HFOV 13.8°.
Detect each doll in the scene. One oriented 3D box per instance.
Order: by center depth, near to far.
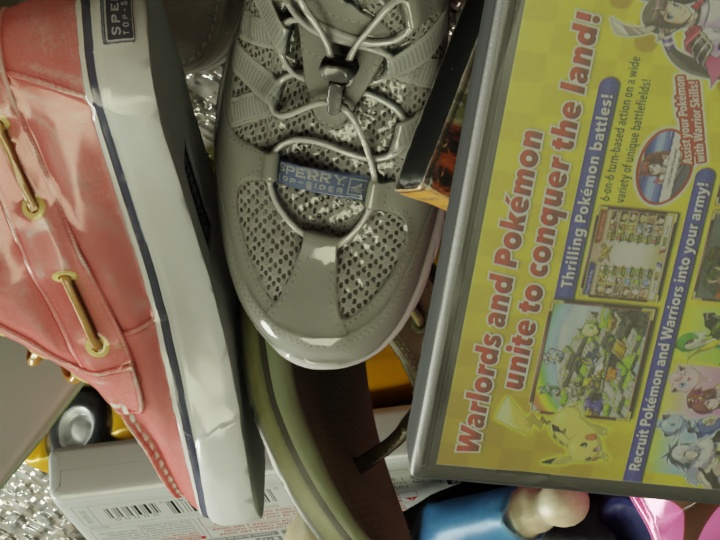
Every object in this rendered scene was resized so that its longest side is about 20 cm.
[{"bbox_3d":[0.072,0.092,1.006,0.198,0.049,0.137,0,168,4],"label":"doll"}]

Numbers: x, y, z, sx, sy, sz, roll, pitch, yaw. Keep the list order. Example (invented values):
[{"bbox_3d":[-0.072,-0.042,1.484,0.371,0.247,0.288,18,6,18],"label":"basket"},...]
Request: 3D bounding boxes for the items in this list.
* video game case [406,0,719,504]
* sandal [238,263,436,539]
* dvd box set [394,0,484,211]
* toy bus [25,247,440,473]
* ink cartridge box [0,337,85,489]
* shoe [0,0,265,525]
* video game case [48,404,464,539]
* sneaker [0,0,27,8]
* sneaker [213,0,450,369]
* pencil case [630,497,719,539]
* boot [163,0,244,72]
[{"bbox_3d":[0.115,-0.021,0.809,0.179,0.026,0.201,5,123,-6],"label":"video game case"},{"bbox_3d":[0.000,-0.001,0.933,0.057,0.203,0.080,-8,168,19],"label":"sandal"},{"bbox_3d":[0.125,-0.053,0.863,0.199,0.147,0.029,23,176,-16],"label":"dvd box set"},{"bbox_3d":[-0.030,0.021,1.042,0.199,0.079,0.065,-20,153,35],"label":"toy bus"},{"bbox_3d":[-0.189,-0.012,0.990,0.147,0.083,0.200,43,166,-28],"label":"ink cartridge box"},{"bbox_3d":[-0.087,0.002,0.900,0.090,0.072,0.201,-8,130,6],"label":"shoe"},{"bbox_3d":[0.005,0.089,1.080,0.198,0.022,0.182,-8,158,7],"label":"video game case"},{"bbox_3d":[-0.135,-0.088,0.957,0.072,0.072,0.200,38,160,32],"label":"sneaker"},{"bbox_3d":[-0.010,-0.069,0.860,0.074,0.082,0.202,5,98,7],"label":"sneaker"},{"bbox_3d":[0.096,0.017,0.927,0.093,0.201,0.091,-28,168,-1],"label":"pencil case"},{"bbox_3d":[-0.074,-0.113,0.900,0.073,0.096,0.201,6,139,12],"label":"boot"}]
